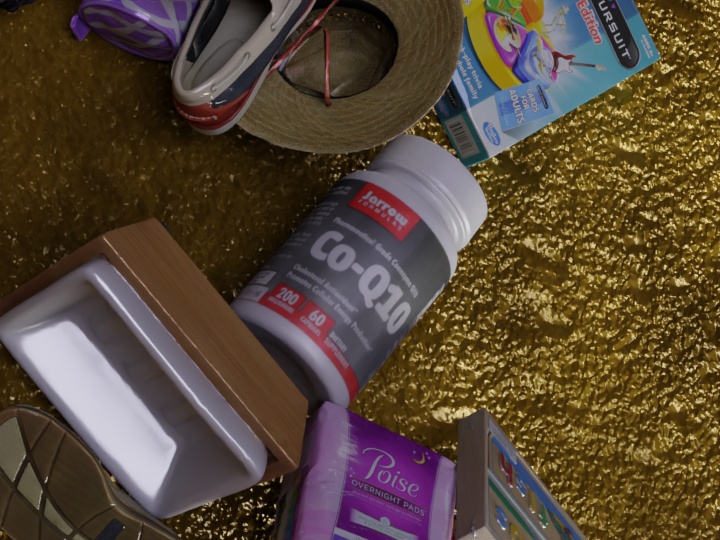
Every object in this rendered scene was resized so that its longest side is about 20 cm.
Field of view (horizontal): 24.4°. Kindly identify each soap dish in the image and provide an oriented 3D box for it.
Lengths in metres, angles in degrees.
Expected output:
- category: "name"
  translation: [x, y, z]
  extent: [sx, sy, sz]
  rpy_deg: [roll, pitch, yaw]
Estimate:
- category: "soap dish"
  translation: [-0.140, 0.066, 1.135]
  extent: [0.200, 0.157, 0.081]
  rpy_deg: [51, 48, -12]

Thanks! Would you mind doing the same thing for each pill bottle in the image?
- category: "pill bottle"
  translation: [0.000, 0.000, 1.232]
  extent: [0.114, 0.114, 0.200]
  rpy_deg: [46, 66, -14]

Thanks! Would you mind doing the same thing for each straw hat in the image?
- category: "straw hat"
  translation: [-0.016, -0.161, 1.258]
  extent: [0.199, 0.085, 0.203]
  rpy_deg: [-3, 70, 9]

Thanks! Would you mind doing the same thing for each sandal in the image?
- category: "sandal"
  translation: [-0.190, 0.163, 1.145]
  extent: [0.080, 0.054, 0.200]
  rpy_deg: [-43, 121, 2]

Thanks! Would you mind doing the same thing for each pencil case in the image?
- category: "pencil case"
  translation: [-0.137, -0.253, 1.219]
  extent: [0.085, 0.084, 0.202]
  rpy_deg: [15, 70, 15]

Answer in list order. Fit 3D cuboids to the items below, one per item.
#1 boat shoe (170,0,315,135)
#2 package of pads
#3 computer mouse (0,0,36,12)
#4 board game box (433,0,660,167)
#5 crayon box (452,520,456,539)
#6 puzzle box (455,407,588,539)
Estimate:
- category: "boat shoe"
  translation: [-0.080, -0.195, 1.202]
  extent: [0.071, 0.063, 0.201]
  rpy_deg: [21, 75, 18]
- category: "package of pads"
  translation: [0.000, 0.197, 1.130]
  extent: [0.120, 0.076, 0.201]
  rpy_deg: [27, 39, -14]
- category: "computer mouse"
  translation: [-0.164, -0.240, 1.147]
  extent: [0.053, 0.198, 0.140]
  rpy_deg: [53, 50, -59]
- category: "board game box"
  translation: [0.134, -0.197, 1.366]
  extent: [0.199, 0.047, 0.152]
  rpy_deg: [-31, 97, -27]
- category: "crayon box"
  translation: [0.058, 0.246, 1.228]
  extent: [0.198, 0.058, 0.120]
  rpy_deg: [14, 43, -25]
- category: "puzzle box"
  translation: [0.133, 0.211, 1.211]
  extent: [0.200, 0.025, 0.134]
  rpy_deg: [51, 23, -25]
